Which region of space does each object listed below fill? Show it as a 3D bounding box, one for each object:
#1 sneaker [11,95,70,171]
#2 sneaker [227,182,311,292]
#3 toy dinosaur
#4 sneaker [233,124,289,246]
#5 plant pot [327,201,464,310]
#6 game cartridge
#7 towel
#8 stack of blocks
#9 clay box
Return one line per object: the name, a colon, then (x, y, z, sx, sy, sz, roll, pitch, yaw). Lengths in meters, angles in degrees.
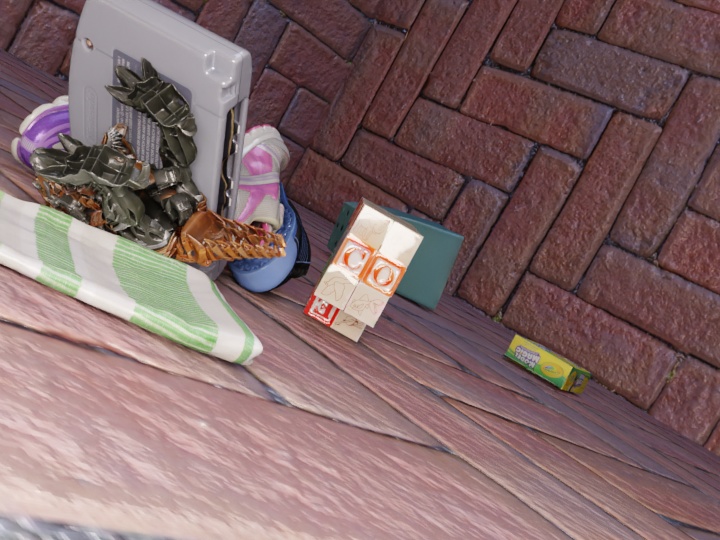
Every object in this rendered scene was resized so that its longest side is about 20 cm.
sneaker: (-0.196, -0.080, 0.918, 0.199, 0.081, 0.083, 23, 17, -41)
sneaker: (-0.076, -0.015, 0.994, 0.200, 0.070, 0.078, -95, 161, -67)
toy dinosaur: (-0.137, -0.053, 0.714, 0.198, 0.103, 0.136, 3, -38, 11)
sneaker: (-0.106, -0.059, 0.919, 0.089, 0.081, 0.200, 57, 27, -8)
plant pot: (0.051, -0.040, 1.946, 0.198, 0.142, 0.141, 20, 6, -20)
game cartridge: (-0.144, -0.095, 0.758, 0.132, 0.201, 0.041, 27, 45, 12)
towel: (-0.156, -0.010, 0.605, 0.199, 0.024, 0.152, 28, 4, -23)
stack of blocks: (0.000, 0.000, 0.984, 0.058, 0.116, 0.200, 28, 4, -3)
clay box: (0.323, 0.162, 1.868, 0.114, 0.048, 0.200, 30, 2, 23)
